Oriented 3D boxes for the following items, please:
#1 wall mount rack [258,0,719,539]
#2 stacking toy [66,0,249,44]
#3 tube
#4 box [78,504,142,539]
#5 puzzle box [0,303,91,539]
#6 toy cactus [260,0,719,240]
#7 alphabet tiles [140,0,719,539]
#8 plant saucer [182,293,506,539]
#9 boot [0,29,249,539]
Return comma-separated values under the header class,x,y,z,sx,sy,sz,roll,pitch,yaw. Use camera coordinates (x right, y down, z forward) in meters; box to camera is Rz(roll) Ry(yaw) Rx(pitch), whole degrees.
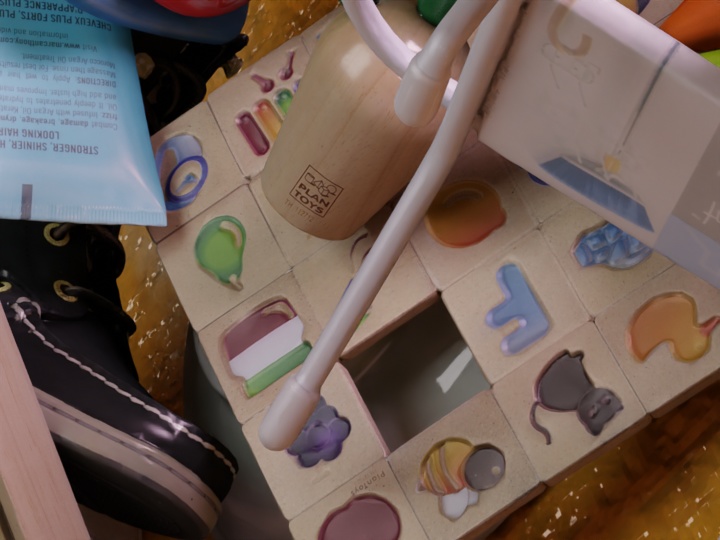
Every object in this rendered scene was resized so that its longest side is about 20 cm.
class,x,y,z,sx,sy,sz,roll,pitch,yaw
wall mount rack,0.057,0.010,0.700,0.075,0.199,0.174,-53,-9,-31
stacking toy,0.007,-0.133,0.821,0.199,0.110,0.117,-4,83,29
tube,-0.102,-0.095,0.880,0.051,0.077,0.201,100,166,-51
box,-0.172,0.107,1.000,0.200,0.095,0.078,-40,39,28
puzzle box,-0.164,0.078,0.855,0.199,0.025,0.134,-20,92,37
toy cactus,0.029,-0.071,0.756,0.165,0.199,0.102,-55,15,30
alphabet tiles,0.043,-0.024,0.799,0.199,0.008,0.168,-33,57,8
plant saucer,0.000,0.000,0.881,0.200,0.050,0.201,-33,44,38
boot,-0.081,-0.020,0.890,0.203,0.074,0.154,29,75,38
